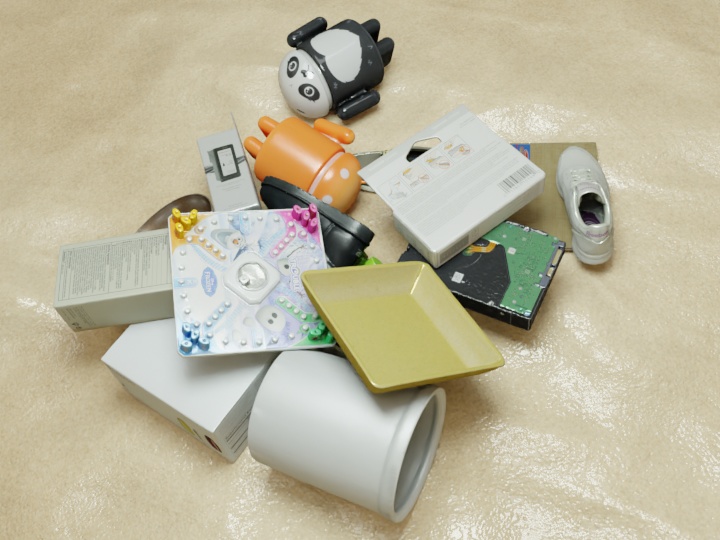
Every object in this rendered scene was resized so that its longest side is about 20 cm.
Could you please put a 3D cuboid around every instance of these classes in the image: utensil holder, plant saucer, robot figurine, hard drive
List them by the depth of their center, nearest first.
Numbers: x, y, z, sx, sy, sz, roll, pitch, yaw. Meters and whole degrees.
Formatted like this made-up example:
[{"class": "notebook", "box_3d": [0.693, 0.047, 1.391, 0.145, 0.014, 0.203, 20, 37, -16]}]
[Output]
[{"class": "plant saucer", "box_3d": [0.045, 0.074, 1.084, 0.200, 0.049, 0.200, -5, 42, -34]}, {"class": "utensil holder", "box_3d": [-0.016, 0.196, 1.101, 0.200, 0.170, 0.170, 17, 61, 19]}, {"class": "hard drive", "box_3d": [0.163, -0.012, 1.210, 0.200, 0.038, 0.140, 19, 62, 20]}, {"class": "plant saucer", "box_3d": [-0.288, -0.029, 1.319, 0.200, 0.032, 0.201, -25, 39, 22]}, {"class": "robot figurine", "box_3d": [-0.080, -0.157, 1.349, 0.200, 0.117, 0.144, 35, 48, 10]}, {"class": "robot figurine", "box_3d": [-0.041, -0.338, 1.468, 0.200, 0.125, 0.150, -32, 41, -13]}]

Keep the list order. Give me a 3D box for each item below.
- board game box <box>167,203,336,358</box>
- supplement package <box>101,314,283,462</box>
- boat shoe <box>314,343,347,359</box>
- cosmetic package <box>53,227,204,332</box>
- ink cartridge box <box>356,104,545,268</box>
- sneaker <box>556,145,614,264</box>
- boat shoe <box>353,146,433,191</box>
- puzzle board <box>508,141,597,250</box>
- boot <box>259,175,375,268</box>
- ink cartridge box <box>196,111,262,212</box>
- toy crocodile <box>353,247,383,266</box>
[{"class": "board game box", "box_3d": [-0.138, 0.007, 1.127, 0.199, 0.026, 0.200, -3, 64, -14]}, {"class": "supplement package", "box_3d": [-0.214, 0.132, 1.202, 0.200, 0.111, 0.156, 27, 65, 23]}, {"class": "boat shoe", "box_3d": [0.003, 0.121, 1.212, 0.200, 0.073, 0.062, 19, 47, 16]}, {"class": "cosmetic package", "box_3d": [-0.297, 0.009, 1.183, 0.199, 0.073, 0.104, -8, 57, 3]}, {"class": "ink cartridge box", "box_3d": [0.125, -0.122, 1.237, 0.200, 0.045, 0.176, -34, 60, -15]}, {"class": "sneaker", "box_3d": [0.329, -0.111, 1.271, 0.075, 0.100, 0.200, -9, 55, 5]}, {"class": "boat shoe", "box_3d": [0.064, -0.163, 1.382, 0.201, 0.060, 0.072, 5, 59, 11]}, {"class": "puzzle board", "box_3d": [0.286, -0.114, 1.348, 0.150, 0.017, 0.200, 0, 57, 9]}, {"class": "boot", "box_3d": [-0.098, -0.024, 1.233, 0.200, 0.076, 0.168, 30, 83, 24]}, {"class": "ink cartridge box", "box_3d": [-0.198, -0.133, 1.365, 0.068, 0.116, 0.200, -16, 56, -4]}, {"class": "toy crocodile", "box_3d": [0.000, 0.000, 1.262, 0.068, 0.062, 0.200, -46, 40, 12]}]
